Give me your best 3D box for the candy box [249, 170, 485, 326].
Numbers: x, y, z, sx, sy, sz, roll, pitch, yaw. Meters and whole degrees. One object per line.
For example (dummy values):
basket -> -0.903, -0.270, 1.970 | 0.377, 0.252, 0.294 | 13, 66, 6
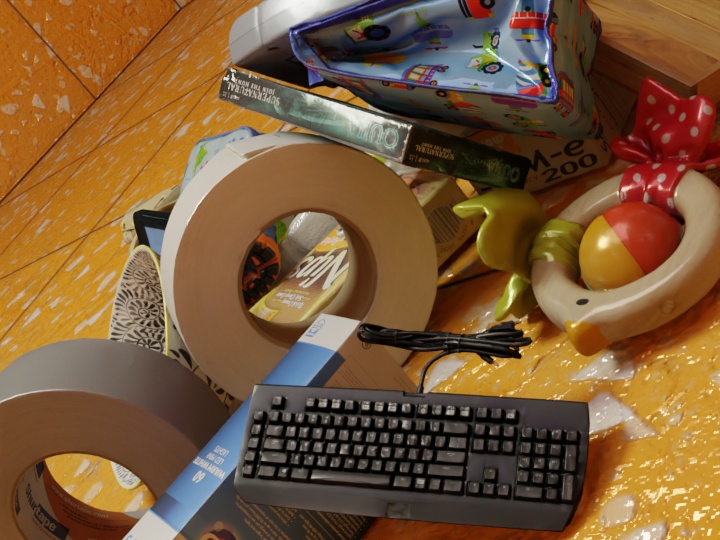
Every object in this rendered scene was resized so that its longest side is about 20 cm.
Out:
candy box -> 0.000, 0.000, 0.959 | 0.200, 0.055, 0.115 | -43, 20, -8

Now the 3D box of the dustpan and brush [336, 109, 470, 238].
dustpan and brush -> 0.042, -0.110, 0.937 | 0.200, 0.057, 0.140 | -41, 26, 5

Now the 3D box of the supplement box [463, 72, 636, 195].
supplement box -> 0.168, -0.157, 0.952 | 0.126, 0.074, 0.201 | -19, 30, 46

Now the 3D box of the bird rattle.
bird rattle -> 0.170, -0.021, 0.712 | 0.199, 0.113, 0.163 | -25, 35, 5

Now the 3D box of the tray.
tray -> 0.209, -0.184, 0.851 | 0.098, 0.037, 0.200 | -32, 44, -18

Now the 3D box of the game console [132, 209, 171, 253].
game console -> -0.223, 0.037, 1.180 | 0.118, 0.172, 0.200 | -21, 16, -27

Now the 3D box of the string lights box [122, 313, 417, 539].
string lights box -> -0.045, 0.136, 0.711 | 0.200, 0.103, 0.059 | -48, 24, -18

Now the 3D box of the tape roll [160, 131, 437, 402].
tape roll -> -0.046, -0.001, 0.839 | 0.202, 0.203, 0.071 | -42, 21, -4

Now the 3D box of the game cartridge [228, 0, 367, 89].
game cartridge -> 0.009, -0.182, 0.816 | 0.199, 0.041, 0.133 | -14, -7, 33

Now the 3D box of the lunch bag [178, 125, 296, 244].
lunch bag -> -0.136, -0.065, 1.214 | 0.200, 0.082, 0.162 | 6, 84, 62

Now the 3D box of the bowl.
bowl -> -0.148, 0.083, 0.953 | 0.200, 0.093, 0.203 | -20, 68, 62

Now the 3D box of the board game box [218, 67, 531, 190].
board game box -> 0.007, -0.103, 0.822 | 0.199, 0.135, 0.028 | 24, 101, 43

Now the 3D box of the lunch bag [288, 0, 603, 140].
lunch bag -> 0.055, -0.139, 0.783 | 0.198, 0.095, 0.150 | -1, -3, 22

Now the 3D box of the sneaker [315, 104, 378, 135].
sneaker -> -0.021, -0.125, 1.195 | 0.199, 0.087, 0.075 | -29, 26, 31

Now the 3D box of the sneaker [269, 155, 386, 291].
sneaker -> -0.013, -0.045, 1.074 | 0.200, 0.076, 0.105 | -45, 3, -9

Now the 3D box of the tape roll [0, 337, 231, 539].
tape roll -> -0.180, 0.148, 0.783 | 0.200, 0.201, 0.066 | -32, 21, 20

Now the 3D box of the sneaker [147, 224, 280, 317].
sneaker -> -0.139, 0.013, 1.044 | 0.199, 0.075, 0.079 | -33, 28, 31

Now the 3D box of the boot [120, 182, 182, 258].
boot -> -0.269, -0.052, 1.487 | 0.155, 0.073, 0.200 | -20, 28, 42

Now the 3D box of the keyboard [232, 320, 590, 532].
keyboard -> 0.031, 0.080, 0.644 | 0.198, 0.021, 0.128 | 1, 57, 17
